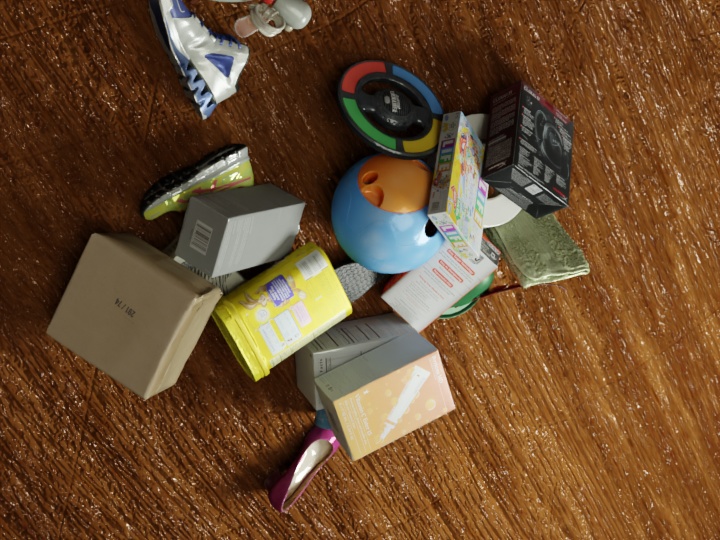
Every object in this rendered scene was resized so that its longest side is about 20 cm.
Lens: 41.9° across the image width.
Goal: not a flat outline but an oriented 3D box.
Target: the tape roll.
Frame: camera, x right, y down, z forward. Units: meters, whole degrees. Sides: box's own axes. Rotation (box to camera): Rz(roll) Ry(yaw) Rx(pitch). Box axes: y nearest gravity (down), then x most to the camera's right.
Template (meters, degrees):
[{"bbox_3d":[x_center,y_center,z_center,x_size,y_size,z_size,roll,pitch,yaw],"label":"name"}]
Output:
[{"bbox_3d":[0.211,-0.176,1.660,0.201,0.037,0.204,1,87,-24],"label":"tape roll"}]

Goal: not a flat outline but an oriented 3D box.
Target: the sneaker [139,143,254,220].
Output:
[{"bbox_3d":[-0.253,-0.121,1.495,0.199,0.078,0.091,-28,118,-13],"label":"sneaker"}]

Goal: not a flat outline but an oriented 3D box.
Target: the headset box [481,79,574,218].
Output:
[{"bbox_3d":[0.292,-0.216,1.622,0.148,0.077,0.201,30,55,-32],"label":"headset box"}]

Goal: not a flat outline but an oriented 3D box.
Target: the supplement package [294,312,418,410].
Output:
[{"bbox_3d":[-0.007,0.158,1.669,0.199,0.109,0.115,-9,110,-20],"label":"supplement package"}]

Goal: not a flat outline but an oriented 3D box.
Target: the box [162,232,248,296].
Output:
[{"bbox_3d":[-0.236,0.024,1.553,0.082,0.068,0.200,-48,117,-4],"label":"box"}]

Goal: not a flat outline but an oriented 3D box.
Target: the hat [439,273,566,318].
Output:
[{"bbox_3d":[0.211,0.024,1.679,0.200,0.176,0.166,-44,119,-5],"label":"hat"}]

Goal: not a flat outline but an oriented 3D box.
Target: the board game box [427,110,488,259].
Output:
[{"bbox_3d":[0.164,-0.139,1.531,0.134,0.034,0.201,47,45,-46],"label":"board game box"}]

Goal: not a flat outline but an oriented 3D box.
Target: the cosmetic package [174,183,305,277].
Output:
[{"bbox_3d":[-0.184,-0.067,1.476,0.200,0.090,0.107,-19,133,-59],"label":"cosmetic package"}]

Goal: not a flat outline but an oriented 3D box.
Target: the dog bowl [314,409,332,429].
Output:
[{"bbox_3d":[0.010,0.238,1.705,0.199,0.111,0.050,-10,101,-20],"label":"dog bowl"}]

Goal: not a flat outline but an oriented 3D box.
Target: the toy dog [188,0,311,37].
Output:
[{"bbox_3d":[-0.184,-0.407,1.418,0.200,0.096,0.132,41,47,0],"label":"toy dog"}]

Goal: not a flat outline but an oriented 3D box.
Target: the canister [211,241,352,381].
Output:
[{"bbox_3d":[-0.127,0.064,1.528,0.199,0.086,0.149,-33,115,-16],"label":"canister"}]

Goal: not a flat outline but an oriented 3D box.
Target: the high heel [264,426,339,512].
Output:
[{"bbox_3d":[-0.088,0.352,1.706,0.199,0.096,0.068,-36,117,-8],"label":"high heel"}]

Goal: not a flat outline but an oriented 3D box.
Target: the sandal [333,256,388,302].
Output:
[{"bbox_3d":[0.000,0.000,1.666,0.199,0.045,0.076,-28,122,-28],"label":"sandal"}]

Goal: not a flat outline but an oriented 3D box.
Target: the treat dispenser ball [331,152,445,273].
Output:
[{"bbox_3d":[0.051,-0.096,1.560,0.199,0.201,0.202,-7,109,-21],"label":"treat dispenser ball"}]

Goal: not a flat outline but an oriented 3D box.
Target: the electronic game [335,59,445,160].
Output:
[{"bbox_3d":[0.052,-0.264,1.533,0.199,0.201,0.042,6,147,-24],"label":"electronic game"}]

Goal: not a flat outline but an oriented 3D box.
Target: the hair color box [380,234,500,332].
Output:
[{"bbox_3d":[0.139,0.007,1.646,0.101,0.061,0.200,43,120,-10],"label":"hair color box"}]

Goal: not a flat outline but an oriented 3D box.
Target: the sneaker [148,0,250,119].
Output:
[{"bbox_3d":[-0.236,-0.345,1.436,0.115,0.081,0.200,-31,123,-15],"label":"sneaker"}]

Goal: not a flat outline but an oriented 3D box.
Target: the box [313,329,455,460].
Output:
[{"bbox_3d":[0.041,0.209,1.589,0.199,0.097,0.125,-25,115,-14],"label":"box"}]

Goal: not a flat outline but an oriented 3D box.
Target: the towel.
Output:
[{"bbox_3d":[0.310,-0.053,1.695,0.147,0.201,0.037,-12,139,-20],"label":"towel"}]

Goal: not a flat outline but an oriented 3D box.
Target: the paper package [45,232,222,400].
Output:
[{"bbox_3d":[-0.345,0.064,1.438,0.199,0.103,0.191,31,100,11],"label":"paper package"}]
